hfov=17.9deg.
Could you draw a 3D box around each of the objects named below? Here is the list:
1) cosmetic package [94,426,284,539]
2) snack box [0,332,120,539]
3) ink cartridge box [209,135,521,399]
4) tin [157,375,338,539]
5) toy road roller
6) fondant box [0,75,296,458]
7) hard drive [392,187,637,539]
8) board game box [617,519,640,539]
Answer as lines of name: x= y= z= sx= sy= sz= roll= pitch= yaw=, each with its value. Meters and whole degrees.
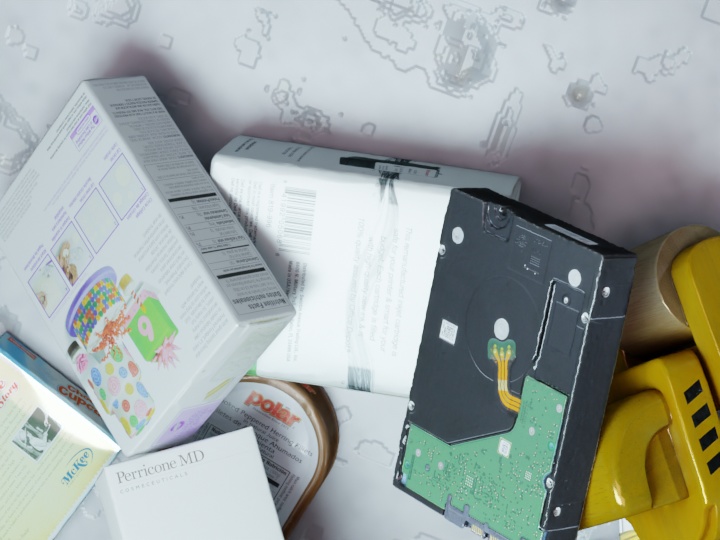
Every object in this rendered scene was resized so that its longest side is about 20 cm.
cosmetic package: x=-0.096 y=0.214 z=1.485 sx=0.107 sy=0.085 sz=0.201 roll=-16 pitch=83 yaw=-12
snack box: x=-0.263 y=0.156 z=1.604 sx=0.116 sy=0.037 sz=0.200 roll=38 pitch=107 yaw=-2
ink cartridge box: x=0.000 y=0.000 z=1.499 sx=0.199 sy=0.083 sz=0.148 roll=9 pitch=104 yaw=7
tin: x=-0.093 y=0.153 z=1.578 sx=0.112 sy=0.042 sz=0.201 roll=30 pitch=106 yaw=-3
toy road roller: x=0.183 y=0.084 z=1.425 sx=0.145 sy=0.123 sz=0.201 roll=-14 pitch=83 yaw=-28
fondant box: x=-0.145 y=-0.003 z=1.474 sx=0.144 sy=0.058 sz=0.201 roll=-49 pitch=64 yaw=35
hard drive: x=0.092 y=0.064 z=1.397 sx=0.139 sy=0.038 sz=0.201 roll=26 pitch=110 yaw=46
board game box: x=0.274 y=0.196 z=1.529 sx=0.198 sy=0.035 sz=0.127 roll=-3 pitch=103 yaw=10
